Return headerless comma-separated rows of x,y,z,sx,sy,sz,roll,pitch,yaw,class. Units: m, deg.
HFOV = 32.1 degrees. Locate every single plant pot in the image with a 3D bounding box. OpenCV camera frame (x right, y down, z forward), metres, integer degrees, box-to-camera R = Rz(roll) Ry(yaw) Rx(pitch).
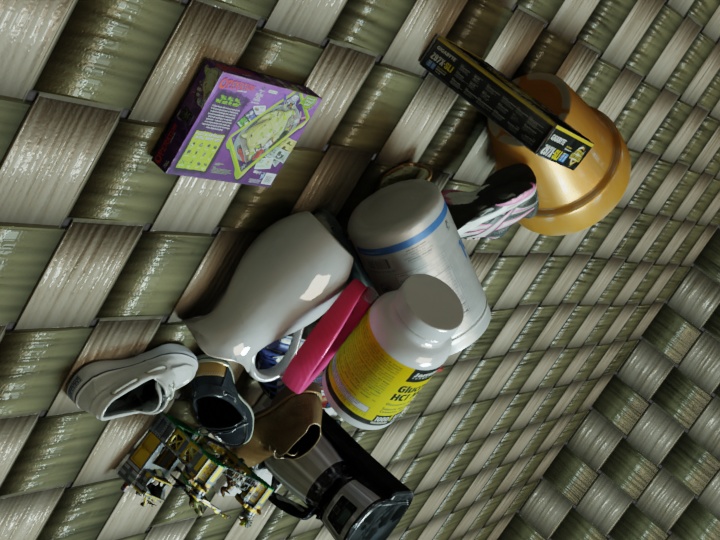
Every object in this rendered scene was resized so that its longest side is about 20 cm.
0.271,-0.183,1.811,0.200,0.200,0.183,-48,140,-5,plant pot

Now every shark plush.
0.000,0.000,1.630,0.199,0.091,0.084,31,72,-30,shark plush

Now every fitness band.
-0.039,0.084,1.545,0.144,0.037,0.200,-52,176,-20,fitness band

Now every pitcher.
-0.094,0.038,1.520,0.200,0.121,0.172,-45,141,2,pitcher

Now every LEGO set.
-0.218,0.281,1.624,0.116,0.153,0.200,-53,155,-3,LEGO set

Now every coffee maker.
-0.023,0.301,1.829,0.191,0.200,0.135,-21,144,-46,coffee maker

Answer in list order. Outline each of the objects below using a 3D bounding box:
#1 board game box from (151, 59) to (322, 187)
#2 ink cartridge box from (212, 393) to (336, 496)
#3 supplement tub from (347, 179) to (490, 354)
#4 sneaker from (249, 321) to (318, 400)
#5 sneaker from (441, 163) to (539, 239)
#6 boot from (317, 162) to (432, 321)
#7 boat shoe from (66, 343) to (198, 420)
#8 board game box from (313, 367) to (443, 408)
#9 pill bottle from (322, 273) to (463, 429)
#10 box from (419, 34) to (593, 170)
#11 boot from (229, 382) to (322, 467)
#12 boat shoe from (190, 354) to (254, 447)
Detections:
-0.126,-0.150,1.316,0.120,0.032,0.200,-54,158,16,board game box
-0.127,0.250,1.875,0.201,0.045,0.176,-52,156,4,ink cartridge box
0.076,-0.002,1.609,0.132,0.131,0.201,-40,121,-23,supplement tub
-0.105,0.121,1.681,0.116,0.080,0.199,-56,158,6,sneaker
0.164,-0.069,1.765,0.198,0.081,0.087,-19,140,14,sneaker
0.013,-0.034,1.701,0.175,0.066,0.201,-39,154,-43,boot
-0.252,0.139,1.460,0.199,0.065,0.074,-14,137,-54,boat shoe
0.005,0.151,1.748,0.199,0.020,0.103,-21,154,28,board game box
0.042,0.098,1.538,0.112,0.113,0.200,-24,158,-46,pill bottle
0.186,-0.209,1.577,0.050,0.200,0.159,-54,156,12,box
-0.117,0.232,1.710,0.073,0.076,0.200,12,140,-34,boot
-0.182,0.184,1.626,0.074,0.063,0.201,-4,145,3,boat shoe
